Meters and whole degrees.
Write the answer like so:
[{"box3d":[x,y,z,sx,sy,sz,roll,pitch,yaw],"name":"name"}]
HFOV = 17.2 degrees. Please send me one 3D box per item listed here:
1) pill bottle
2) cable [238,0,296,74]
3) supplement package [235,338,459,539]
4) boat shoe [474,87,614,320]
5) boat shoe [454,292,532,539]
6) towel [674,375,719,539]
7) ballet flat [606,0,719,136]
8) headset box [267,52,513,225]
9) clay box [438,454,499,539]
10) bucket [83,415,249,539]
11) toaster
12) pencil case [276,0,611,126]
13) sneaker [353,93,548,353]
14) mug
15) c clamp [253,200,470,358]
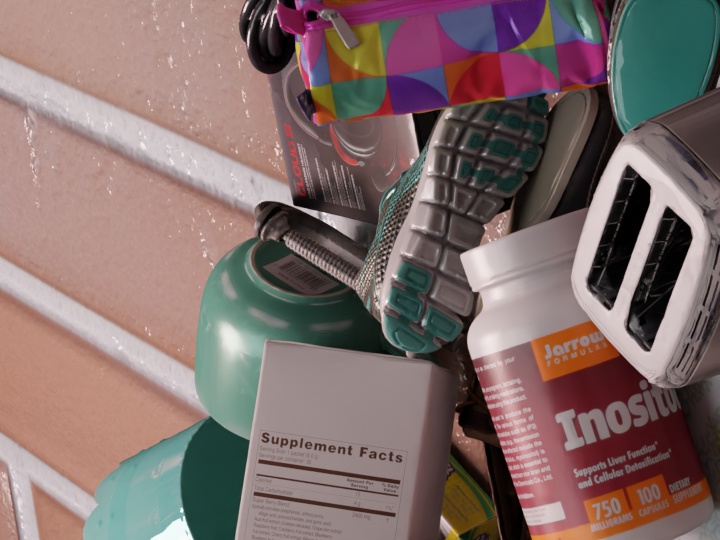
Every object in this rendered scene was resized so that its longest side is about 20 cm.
[{"box3d":[0.131,0.071,1.435,0.113,0.112,0.202,-22,86,60],"name":"pill bottle"},{"box3d":[-0.017,-0.206,1.533,0.051,0.200,0.163,41,115,-5],"name":"cable"},{"box3d":[-0.011,0.157,1.592,0.121,0.119,0.202,35,-117,-76],"name":"supplement package"},{"box3d":[0.131,-0.030,1.529,0.073,0.062,0.201,-97,23,-55],"name":"boat shoe"},{"box3d":[0.103,0.099,1.620,0.072,0.072,0.202,12,117,55],"name":"boat shoe"},{"box3d":[0.233,0.118,1.452,0.200,0.048,0.173,27,127,49],"name":"towel"},{"box3d":[0.180,-0.170,1.345,0.073,0.073,0.202,30,126,47],"name":"ballet flat"},{"box3d":[0.009,-0.114,1.643,0.199,0.075,0.150,16,121,54],"name":"headset box"},{"box3d":[0.041,0.179,1.792,0.200,0.047,0.115,47,145,32],"name":"clay box"},{"box3d":[-0.106,0.214,1.898,0.135,0.206,0.208,-34,78,43],"name":"bucket"},{"box3d":[0.203,-0.025,1.331,0.114,0.128,0.201,49,144,29],"name":"toaster"},{"box3d":[0.053,-0.139,1.435,0.088,0.198,0.089,-9,-90,-89],"name":"pencil case"},{"box3d":[0.049,-0.052,1.517,0.201,0.077,0.091,-64,29,1],"name":"sneaker"},{"box3d":[-0.028,0.041,1.745,0.153,0.183,0.115,-96,11,-55],"name":"mug"},{"box3d":[0.000,0.000,1.635,0.199,0.171,0.027,33,103,23],"name":"c clamp"}]
